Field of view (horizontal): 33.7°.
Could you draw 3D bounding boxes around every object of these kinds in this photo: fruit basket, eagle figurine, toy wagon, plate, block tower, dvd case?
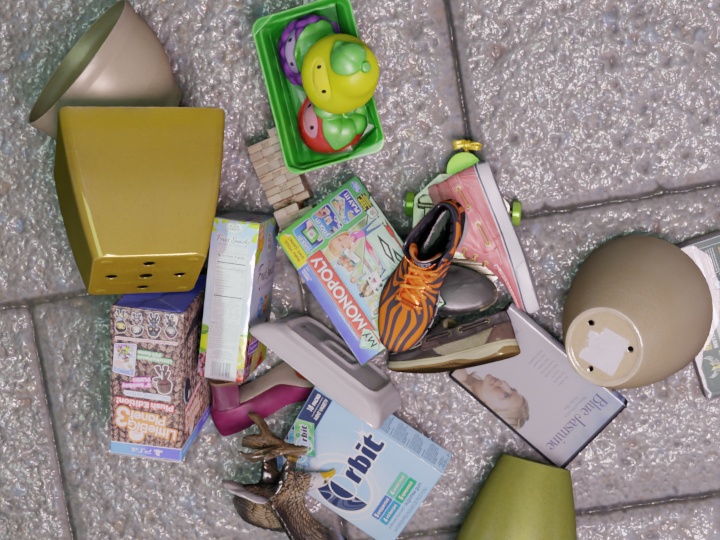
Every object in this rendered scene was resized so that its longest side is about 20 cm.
[{"bbox_3d":[-0.045,-0.235,1.489,0.153,0.216,0.219,-14,94,8],"label":"fruit basket"},{"bbox_3d":[-0.093,0.304,1.542,0.148,0.152,0.203,-4,115,4],"label":"eagle figurine"},{"bbox_3d":[0.134,-0.070,1.563,0.152,0.040,0.204,5,96,6],"label":"toy wagon"},{"bbox_3d":[-0.034,0.116,1.514,0.199,0.199,0.033,37,99,8],"label":"plate"},{"bbox_3d":[-0.089,-0.088,1.582,0.057,0.054,0.203,-21,92,8],"label":"block tower"},{"bbox_3d":[0.230,0.154,1.557,0.199,0.018,0.143,40,121,3],"label":"dvd case"}]

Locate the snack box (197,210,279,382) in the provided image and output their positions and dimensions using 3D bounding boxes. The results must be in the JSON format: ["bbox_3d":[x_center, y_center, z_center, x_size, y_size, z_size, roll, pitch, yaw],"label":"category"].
[{"bbox_3d":[-0.155,0.029,1.543,0.066,0.169,0.204,6,97,4],"label":"snack box"}]

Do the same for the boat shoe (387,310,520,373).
[{"bbox_3d":[0.119,0.095,1.546,0.198,0.073,0.066,-12,76,35],"label":"boat shoe"}]

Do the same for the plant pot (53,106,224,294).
[{"bbox_3d":[-0.271,-0.076,1.467,0.197,0.200,0.179,-2,72,-17],"label":"plant pot"}]

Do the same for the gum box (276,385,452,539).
[{"bbox_3d":[-0.003,0.252,1.573,0.199,0.045,0.171,34,127,4],"label":"gum box"}]

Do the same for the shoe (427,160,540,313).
[{"bbox_3d":[0.156,-0.031,1.512,0.090,0.071,0.203,-21,88,10],"label":"shoe"}]

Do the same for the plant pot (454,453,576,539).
[{"bbox_3d":[0.206,0.347,1.539,0.184,0.187,0.203,13,84,6],"label":"plant pot"}]

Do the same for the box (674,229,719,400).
[{"bbox_3d":[0.488,0.047,1.525,0.156,0.048,0.203,-18,93,10],"label":"box"}]

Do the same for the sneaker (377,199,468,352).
[{"bbox_3d":[0.066,0.005,1.436,0.077,0.112,0.203,21,95,10],"label":"sneaker"}]

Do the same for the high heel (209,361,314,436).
[{"bbox_3d":[-0.107,0.175,1.620,0.196,0.068,0.097,-2,123,4],"label":"high heel"}]

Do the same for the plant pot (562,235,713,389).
[{"bbox_3d":[0.320,0.069,1.447,0.184,0.200,0.191,6,104,24],"label":"plant pot"}]

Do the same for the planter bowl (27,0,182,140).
[{"bbox_3d":[-0.316,-0.229,1.541,0.134,0.201,0.201,38,100,-25],"label":"planter bowl"}]

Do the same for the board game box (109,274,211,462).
[{"bbox_3d":[-0.256,0.120,1.553,0.095,0.160,0.203,6,108,6],"label":"board game box"}]

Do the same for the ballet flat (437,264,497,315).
[{"bbox_3d":[0.081,0.027,1.551,0.196,0.057,0.068,0,79,10],"label":"ballet flat"}]

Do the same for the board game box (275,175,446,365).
[{"bbox_3d":[0.000,0.000,1.522,0.134,0.029,0.201,-36,81,5],"label":"board game box"}]
